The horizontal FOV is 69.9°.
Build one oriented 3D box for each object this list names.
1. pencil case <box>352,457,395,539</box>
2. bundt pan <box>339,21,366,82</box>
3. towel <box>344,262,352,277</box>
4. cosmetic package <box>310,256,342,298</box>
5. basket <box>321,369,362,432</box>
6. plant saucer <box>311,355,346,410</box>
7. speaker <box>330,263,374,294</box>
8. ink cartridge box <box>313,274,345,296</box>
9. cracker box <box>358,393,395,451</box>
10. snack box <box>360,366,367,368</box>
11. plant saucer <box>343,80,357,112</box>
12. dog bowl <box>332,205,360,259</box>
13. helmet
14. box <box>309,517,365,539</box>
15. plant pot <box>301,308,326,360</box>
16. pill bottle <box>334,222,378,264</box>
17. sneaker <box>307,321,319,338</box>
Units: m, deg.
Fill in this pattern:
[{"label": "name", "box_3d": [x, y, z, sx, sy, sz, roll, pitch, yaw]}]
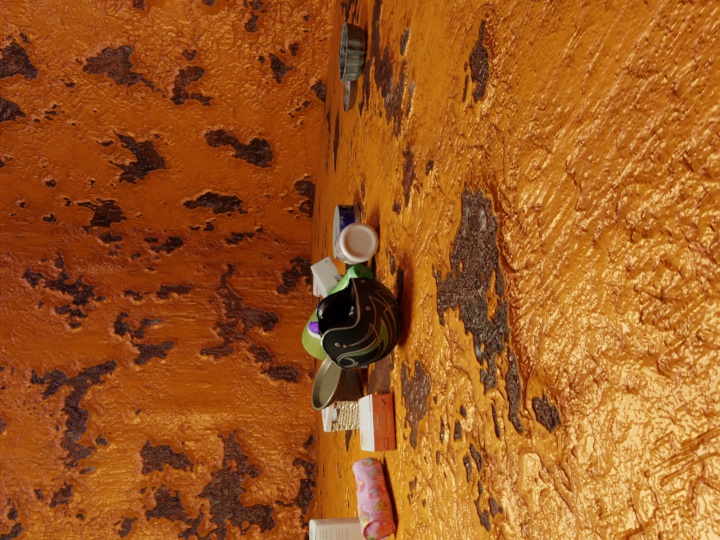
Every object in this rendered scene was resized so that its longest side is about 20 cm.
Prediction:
[{"label": "pencil case", "box_3d": [0.032, 0.559, 1.274, 0.200, 0.087, 0.088, -106, 20, -62]}, {"label": "bundt pan", "box_3d": [-0.027, -0.780, 1.852, 0.202, 0.076, 0.202, -178, 90, -81]}, {"label": "towel", "box_3d": [-0.025, 0.016, 1.731, 0.200, 0.023, 0.144, -91, -11, -51]}, {"label": "cosmetic package", "box_3d": [-0.101, 0.045, 1.710, 0.102, 0.074, 0.200, 57, 172, 21]}, {"label": "basket", "box_3d": [-0.065, 0.428, 1.739, 0.200, 0.123, 0.136, -109, 23, -63]}, {"label": "plant saucer", "box_3d": [-0.098, 0.348, 1.634, 0.200, 0.029, 0.200, -50, 25, 34]}, {"label": "speaker", "box_3d": [-0.039, 0.069, 1.591, 0.200, 0.088, 0.089, -52, 31, 37]}, {"label": "ink cartridge box", "box_3d": [-0.098, 0.056, 1.925, 0.200, 0.145, 0.084, 175, 96, -80]}, {"label": "cracker box", "box_3d": [0.039, 0.392, 1.324, 0.200, 0.058, 0.134, 117, 152, -71]}, {"label": "snack box", "box_3d": [-0.024, 0.230, 1.690, 0.200, 0.068, 0.169, 150, 121, -77]}, {"label": "plant saucer", "box_3d": [-0.041, -0.735, 2.061, 0.200, 0.034, 0.201, -178, 90, -81]}, {"label": "dog bowl", "box_3d": [-0.052, -0.140, 1.889, 0.200, 0.079, 0.200, -179, 90, -80]}, {"label": "helmet", "box_3d": [0.003, 0.117, 1.191, 0.200, 0.191, 0.200, 55, -172, -12]}, {"label": "box", "box_3d": [-0.054, 0.814, 1.459, 0.199, 0.171, 0.200, 114, 155, -66]}, {"label": "plant pot", "box_3d": [-0.110, 0.195, 1.887, 0.200, 0.187, 0.187, 106, 163, -45]}, {"label": "pill bottle", "box_3d": [-0.018, -0.078, 1.568, 0.200, 0.116, 0.116, 162, 109, -80]}, {"label": "sneaker", "box_3d": [-0.108, 0.186, 1.730, 0.200, 0.069, 0.100, 22, 101, 55]}]
